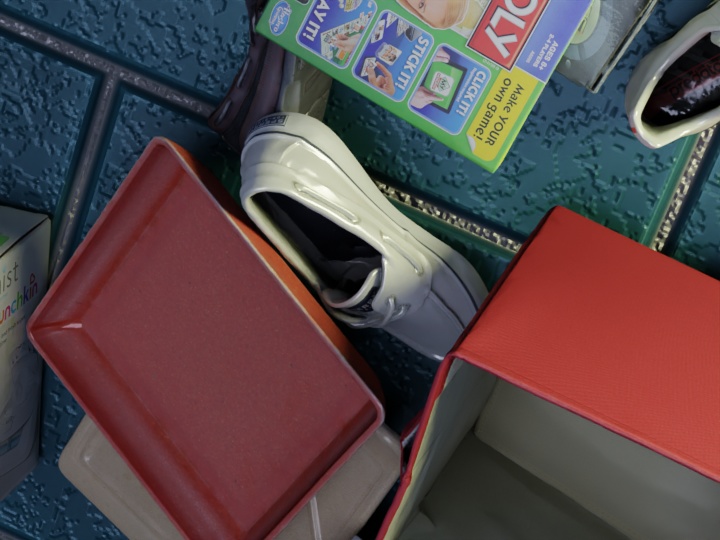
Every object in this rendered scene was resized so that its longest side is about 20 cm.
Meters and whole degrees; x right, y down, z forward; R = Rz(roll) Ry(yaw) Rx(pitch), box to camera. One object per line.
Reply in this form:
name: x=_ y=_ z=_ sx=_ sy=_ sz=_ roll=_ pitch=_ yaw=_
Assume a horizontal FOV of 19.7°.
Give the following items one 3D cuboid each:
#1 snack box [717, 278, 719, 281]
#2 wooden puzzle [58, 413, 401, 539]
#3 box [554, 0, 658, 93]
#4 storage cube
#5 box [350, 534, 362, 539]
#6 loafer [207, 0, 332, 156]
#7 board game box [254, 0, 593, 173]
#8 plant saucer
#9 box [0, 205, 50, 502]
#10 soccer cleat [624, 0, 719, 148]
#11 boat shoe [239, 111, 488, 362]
snack box: x=0.272 y=-0.003 z=1.127 sx=0.200 sy=0.024 sz=0.072 roll=-37 pitch=98 yaw=25
wooden puzzle: x=-0.077 y=0.112 z=1.253 sx=0.185 sy=0.037 sz=0.200 roll=42 pitch=121 yaw=15
box: x=0.070 y=-0.196 z=1.037 sx=0.199 sy=0.164 sz=0.086 roll=34 pitch=115 yaw=1
storage cube: x=0.129 y=0.104 z=1.108 sx=0.199 sy=0.180 sz=0.172 roll=25 pitch=123 yaw=9
box: x=0.017 y=0.267 z=1.242 sx=0.156 sy=0.041 sz=0.200 roll=38 pitch=141 yaw=12
loafer: x=-0.045 y=-0.133 z=1.125 sx=0.063 sy=0.072 sz=0.201 roll=26 pitch=136 yaw=11
board game box: x=0.053 y=-0.163 z=0.948 sx=0.134 sy=0.029 sz=0.201 roll=31 pitch=115 yaw=4
plant saucer: x=-0.085 y=0.050 z=1.180 sx=0.200 sy=0.037 sz=0.200 roll=50 pitch=133 yaw=10
box: x=-0.300 y=0.039 z=1.275 sx=0.199 sy=0.097 sz=0.177 roll=14 pitch=116 yaw=12
soccer cleat: x=0.218 y=-0.127 z=1.062 sx=0.200 sy=0.085 sz=0.069 roll=-34 pitch=98 yaw=25
boat shoe: x=0.000 y=0.000 z=1.154 sx=0.073 sy=0.066 sz=0.200 roll=-26 pitch=125 yaw=36
